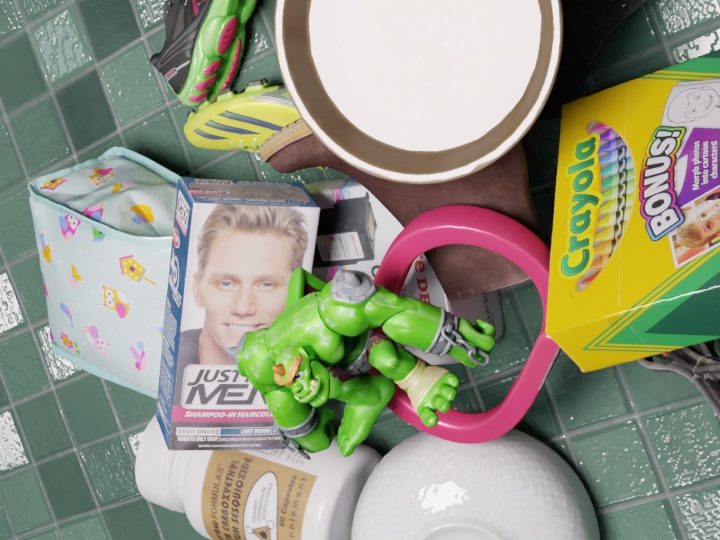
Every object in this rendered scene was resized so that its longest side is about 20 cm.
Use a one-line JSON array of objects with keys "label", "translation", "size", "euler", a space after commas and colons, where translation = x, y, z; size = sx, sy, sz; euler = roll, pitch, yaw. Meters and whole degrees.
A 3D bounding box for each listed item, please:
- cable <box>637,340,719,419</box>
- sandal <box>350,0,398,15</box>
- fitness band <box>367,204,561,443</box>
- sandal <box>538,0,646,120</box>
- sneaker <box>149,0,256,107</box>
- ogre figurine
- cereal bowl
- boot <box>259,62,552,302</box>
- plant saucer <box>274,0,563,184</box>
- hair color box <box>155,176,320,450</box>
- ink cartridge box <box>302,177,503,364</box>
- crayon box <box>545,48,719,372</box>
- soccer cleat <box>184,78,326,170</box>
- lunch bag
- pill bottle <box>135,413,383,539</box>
[{"label": "cable", "translation": [0.223, 0.059, 1.047], "size": [0.050, 0.201, 0.098], "euler": [8, 124, -17]}, {"label": "sandal", "translation": [0.000, -0.205, 1.049], "size": [0.198, 0.054, 0.081], "euler": [25, 112, 24]}, {"label": "fitness band", "translation": [0.072, 0.041, 1.082], "size": [0.143, 0.037, 0.201], "euler": [30, 133, 9]}, {"label": "sandal", "translation": [0.162, -0.196, 1.079], "size": [0.075, 0.045, 0.201], "euler": [29, 131, -3]}, {"label": "sneaker", "translation": [-0.123, -0.233, 1.227], "size": [0.083, 0.077, 0.202], "euler": [34, 114, 19]}, {"label": "ogre figurine", "translation": [-0.012, 0.063, 1.067], "size": [0.119, 0.099, 0.199], "euler": [36, 154, -23]}, {"label": "cereal bowl", "translation": [0.084, 0.223, 1.168], "size": [0.197, 0.083, 0.203], "euler": [3, 103, 12]}, {"label": "boot", "translation": [0.032, -0.051, 1.082], "size": [0.198, 0.072, 0.168], "euler": [-16, 102, 32]}, {"label": "plant saucer", "translation": [0.039, -0.159, 0.998], "size": [0.197, 0.029, 0.203], "euler": [4, 102, 17]}, {"label": "hair color box", "translation": [-0.096, 0.035, 1.149], "size": [0.061, 0.099, 0.203], "euler": [-128, 43, -62]}, {"label": "ink cartridge box", "translation": [0.000, 0.000, 1.200], "size": [0.198, 0.083, 0.148], "euler": [-6, 97, 32]}, {"label": "crayon box", "translation": [0.215, -0.048, 1.006], "size": [0.171, 0.202, 0.058], "euler": [-17, 137, 32]}, {"label": "soccer cleat", "translation": [-0.061, -0.117, 1.223], "size": [0.198, 0.065, 0.085], "euler": [-11, 97, 32]}, {"label": "lunch bag", "translation": [-0.172, 0.010, 1.253], "size": [0.199, 0.121, 0.172], "euler": [22, 127, 39]}, {"label": "pill bottle", "translation": [-0.086, 0.179, 1.272], "size": [0.198, 0.114, 0.116], "euler": [14, 107, 28]}]
